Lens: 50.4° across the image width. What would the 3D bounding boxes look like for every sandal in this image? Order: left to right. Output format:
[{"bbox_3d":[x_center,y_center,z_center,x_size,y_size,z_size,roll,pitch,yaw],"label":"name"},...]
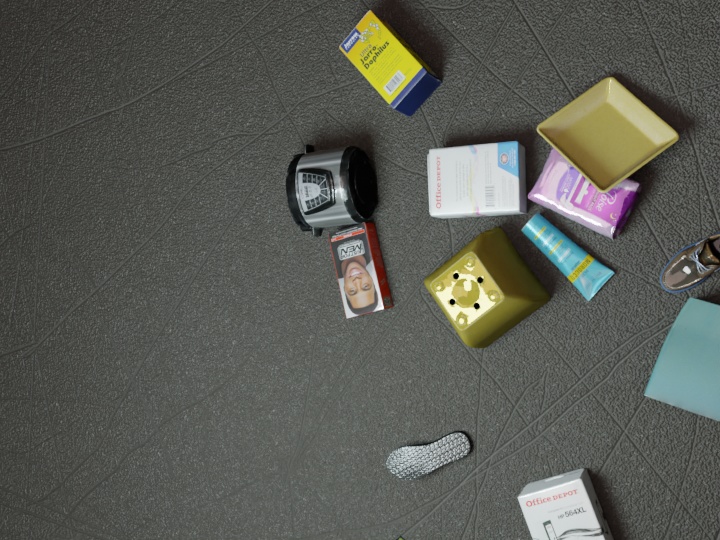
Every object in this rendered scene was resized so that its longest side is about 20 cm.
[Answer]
[{"bbox_3d":[0.155,0.416,1.719,0.198,0.048,0.076,-19,82,11],"label":"sandal"}]

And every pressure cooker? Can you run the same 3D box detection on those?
[{"bbox_3d":[-0.080,-0.183,1.743,0.197,0.180,0.178,-4,49,25],"label":"pressure cooker"}]

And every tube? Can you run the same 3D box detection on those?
[{"bbox_3d":[0.424,-0.034,1.588,0.200,0.050,0.078,44,115,12],"label":"tube"}]

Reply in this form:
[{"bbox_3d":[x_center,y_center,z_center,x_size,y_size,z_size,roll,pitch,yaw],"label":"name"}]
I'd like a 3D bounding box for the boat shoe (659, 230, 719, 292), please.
[{"bbox_3d":[0.659,-0.029,1.461,0.200,0.072,0.073,-41,75,19],"label":"boat shoe"}]

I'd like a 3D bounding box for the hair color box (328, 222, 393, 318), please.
[{"bbox_3d":[0.000,0.000,1.769,0.100,0.061,0.203,-16,85,23],"label":"hair color box"}]

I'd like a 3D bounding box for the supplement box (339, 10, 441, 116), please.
[{"bbox_3d":[0.067,-0.458,1.704,0.110,0.109,0.201,-45,74,19],"label":"supplement box"}]

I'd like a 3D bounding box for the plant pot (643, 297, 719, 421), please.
[{"bbox_3d":[0.635,0.161,1.443,0.140,0.141,0.203,17,91,23],"label":"plant pot"}]

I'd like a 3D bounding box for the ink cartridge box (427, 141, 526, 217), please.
[{"bbox_3d":[0.249,-0.190,1.639,0.197,0.084,0.147,-1,90,23],"label":"ink cartridge box"}]

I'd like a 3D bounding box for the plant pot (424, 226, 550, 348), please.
[{"bbox_3d":[0.245,0.041,1.583,0.194,0.199,0.197,-39,77,20],"label":"plant pot"}]

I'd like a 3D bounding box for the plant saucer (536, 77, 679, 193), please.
[{"bbox_3d":[0.482,-0.258,1.507,0.199,0.049,0.201,-34,62,-8],"label":"plant saucer"}]

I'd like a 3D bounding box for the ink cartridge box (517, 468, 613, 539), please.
[{"bbox_3d":[0.427,0.530,1.570,0.145,0.084,0.203,-24,82,23],"label":"ink cartridge box"}]

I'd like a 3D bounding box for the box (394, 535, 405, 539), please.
[{"bbox_3d":[0.136,0.712,1.733,0.199,0.035,0.111,35,104,20],"label":"box"}]

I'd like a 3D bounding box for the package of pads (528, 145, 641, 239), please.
[{"bbox_3d":[0.453,-0.159,1.552,0.198,0.075,0.122,29,103,21],"label":"package of pads"}]
